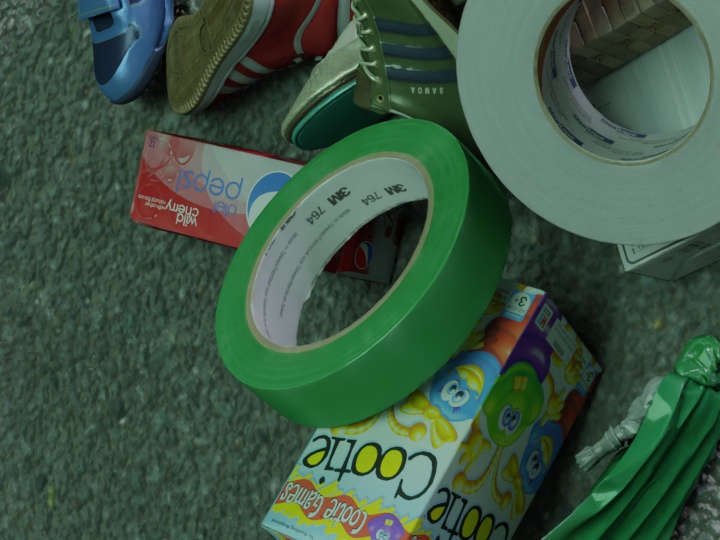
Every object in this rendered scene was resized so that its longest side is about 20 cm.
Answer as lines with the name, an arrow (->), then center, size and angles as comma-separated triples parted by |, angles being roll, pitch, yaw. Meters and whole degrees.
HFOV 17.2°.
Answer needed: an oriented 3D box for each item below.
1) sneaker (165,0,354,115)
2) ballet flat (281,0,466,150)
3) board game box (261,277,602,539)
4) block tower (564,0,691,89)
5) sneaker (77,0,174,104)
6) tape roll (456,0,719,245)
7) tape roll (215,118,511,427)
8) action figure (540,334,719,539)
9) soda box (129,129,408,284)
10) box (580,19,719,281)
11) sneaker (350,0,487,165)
sneaker -> -0.063, -0.163, 1.665 | 0.200, 0.112, 0.072 | 142, 119, -61
ballet flat -> 0.026, -0.153, 1.592 | 0.199, 0.067, 0.063 | -31, 59, 20
board game box -> 0.047, 0.108, 1.464 | 0.103, 0.105, 0.201 | 18, 70, 37
block tower -> 0.185, -0.178, 1.399 | 0.200, 0.058, 0.054 | -31, 66, 29
sneaker -> -0.183, -0.222, 1.737 | 0.074, 0.082, 0.201 | -9, 77, 51
tape roll -> 0.158, -0.119, 1.353 | 0.199, 0.066, 0.201 | 7, 109, 20
tape roll -> 0.000, 0.000, 1.468 | 0.200, 0.048, 0.201 | -30, 38, 27
action figure -> 0.166, 0.128, 1.431 | 0.055, 0.118, 0.201 | 35, 97, 47
soda box -> -0.065, -0.045, 1.643 | 0.199, 0.063, 0.070 | 14, 92, 37
box -> 0.194, -0.108, 1.455 | 0.116, 0.060, 0.201 | -28, 68, 31
sneaker -> 0.024, -0.139, 1.515 | 0.090, 0.200, 0.067 | -38, 19, 16
